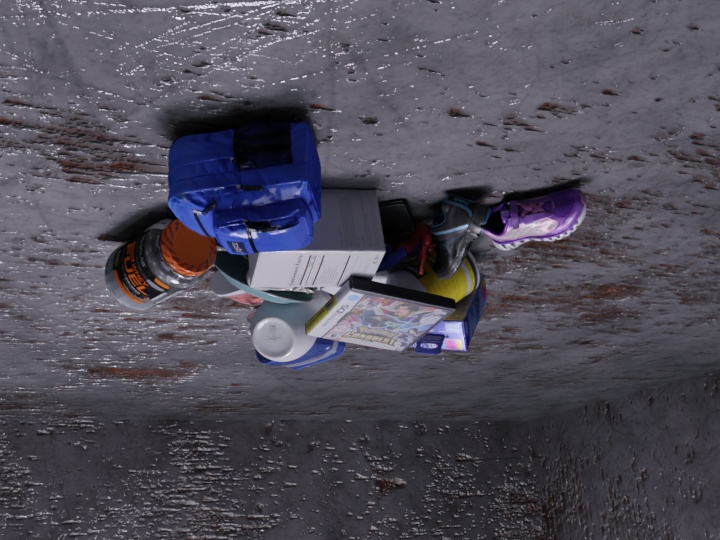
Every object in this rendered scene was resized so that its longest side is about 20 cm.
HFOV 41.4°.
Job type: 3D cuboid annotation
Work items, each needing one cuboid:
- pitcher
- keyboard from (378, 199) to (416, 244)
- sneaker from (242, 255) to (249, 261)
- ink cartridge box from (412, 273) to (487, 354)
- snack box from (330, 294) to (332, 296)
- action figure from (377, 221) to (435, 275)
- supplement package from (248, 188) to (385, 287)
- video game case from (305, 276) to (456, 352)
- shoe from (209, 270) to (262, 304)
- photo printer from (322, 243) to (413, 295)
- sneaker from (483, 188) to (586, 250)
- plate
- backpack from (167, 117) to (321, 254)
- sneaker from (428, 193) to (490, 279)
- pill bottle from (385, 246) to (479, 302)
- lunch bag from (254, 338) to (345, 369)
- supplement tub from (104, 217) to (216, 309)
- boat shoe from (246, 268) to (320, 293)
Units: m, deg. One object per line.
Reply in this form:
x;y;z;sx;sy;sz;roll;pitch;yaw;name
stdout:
-0.154;0.101;1.793;0.171;0.121;0.200;-10;-169;16;pitcher
-0.006;-0.082;1.649;0.200;0.040;0.104;-8;139;14;keyboard
-0.121;-0.019;1.656;0.200;0.077;0.084;24;161;-32;sneaker
0.155;0.085;1.845;0.136;0.200;0.076;2;122;23;ink cartridge box
-0.035;0.081;1.965;0.200;0.053;0.142;4;-169;-5;snack box
0.073;-0.017;1.700;0.200;0.065;0.099;-33;131;2;action figure
-0.076;-0.051;1.530;0.200;0.121;0.120;1;150;-15;supplement package
0.032;0.080;1.630;0.200;0.026;0.181;13;146;-25;video game case
-0.187;0.021;1.856;0.200;0.072;0.091;-8;167;18;shoe
0.000;0.000;1.826;0.166;0.070;0.200;-14;160;26;photo printer
0.284;-0.092;1.610;0.200;0.081;0.088;-19;150;40;sneaker
-0.179;0.018;1.704;0.200;0.026;0.200;22;-167;-5;plate
-0.160;-0.110;1.283;0.200;0.168;0.163;-2;156;4;backpack
0.156;-0.061;1.639;0.082;0.073;0.200;25;141;2;sneaker
0.118;0.033;1.763;0.200;0.112;0.112;-31;177;-30;pill bottle
-0.125;0.136;2.117;0.200;0.136;0.132;-19;158;34;lunch bag
-0.335;-0.014;1.606;0.122;0.123;0.200;10;156;-39;supplement tub
-0.089;0.004;1.600;0.200;0.070;0.071;-12;136;-23;boat shoe
